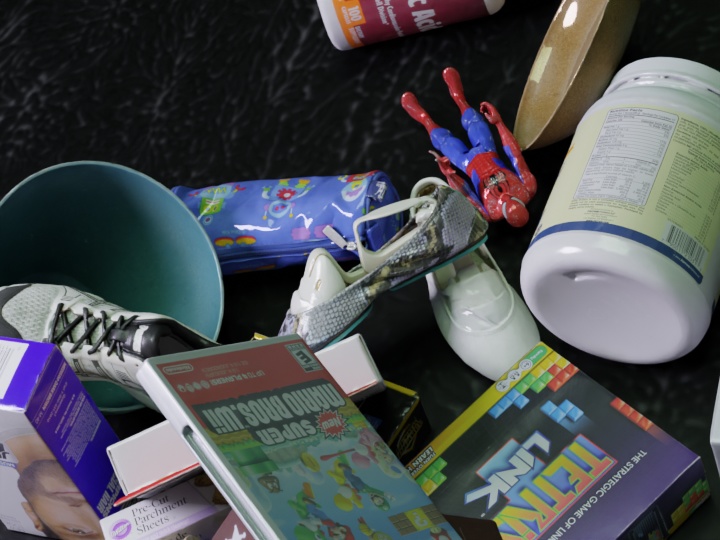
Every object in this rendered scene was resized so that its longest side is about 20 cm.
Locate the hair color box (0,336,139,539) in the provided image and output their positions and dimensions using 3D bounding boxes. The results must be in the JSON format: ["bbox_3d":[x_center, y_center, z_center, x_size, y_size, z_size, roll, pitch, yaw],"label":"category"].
[{"bbox_3d":[-0.246,0.128,1.500,0.109,0.200,0.065,7,57,24],"label":"hair color box"}]

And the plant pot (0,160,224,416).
[{"bbox_3d":[-0.226,0.029,1.599,0.135,0.200,0.200,-32,26,59],"label":"plant pot"}]

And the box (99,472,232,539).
[{"bbox_3d":[-0.089,0.164,1.460,0.200,0.039,0.041,-24,48,0],"label":"box"}]

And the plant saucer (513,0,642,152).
[{"bbox_3d":[0.182,-0.181,1.630,0.035,0.200,0.200,24,57,-8],"label":"plant saucer"}]

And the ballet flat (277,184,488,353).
[{"bbox_3d":[0.000,0.000,1.529,0.200,0.072,0.072,-35,50,0],"label":"ballet flat"}]

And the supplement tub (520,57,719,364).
[{"bbox_3d":[0.216,-0.046,1.513,0.145,0.145,0.200,9,56,25],"label":"supplement tub"}]

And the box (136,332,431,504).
[{"bbox_3d":[-0.064,0.157,1.515,0.160,0.049,0.200,20,62,29],"label":"box"}]

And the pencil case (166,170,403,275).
[{"bbox_3d":[-0.064,-0.036,1.646,0.200,0.078,0.087,-4,29,18],"label":"pencil case"}]

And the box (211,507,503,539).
[{"bbox_3d":[-0.004,0.260,1.275,0.164,0.200,0.166,-55,39,32],"label":"box"}]

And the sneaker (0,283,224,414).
[{"bbox_3d":[-0.180,0.049,1.487,0.200,0.088,0.076,17,68,-19],"label":"sneaker"}]

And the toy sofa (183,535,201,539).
[{"bbox_3d":[-0.101,0.285,1.385,0.083,0.098,0.200,-53,54,31],"label":"toy sofa"}]

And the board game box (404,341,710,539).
[{"bbox_3d":[0.120,0.168,1.435,0.200,0.057,0.165,-42,50,-15],"label":"board game box"}]

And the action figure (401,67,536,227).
[{"bbox_3d":[0.083,-0.110,1.628,0.065,0.099,0.200,-32,44,2],"label":"action figure"}]

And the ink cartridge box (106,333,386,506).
[{"bbox_3d":[-0.081,0.104,1.424,0.200,0.176,0.045,-25,84,-1],"label":"ink cartridge box"}]

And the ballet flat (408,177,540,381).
[{"bbox_3d":[0.080,0.003,1.575,0.069,0.069,0.200,-24,49,0],"label":"ballet flat"}]

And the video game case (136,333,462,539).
[{"bbox_3d":[-0.034,0.122,1.258,0.200,0.143,0.017,51,124,25],"label":"video game case"}]

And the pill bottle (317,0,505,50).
[{"bbox_3d":[0.062,-0.269,1.765,0.200,0.114,0.114,-13,50,10],"label":"pill bottle"}]

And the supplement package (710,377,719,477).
[{"bbox_3d":[0.351,0.104,1.364,0.200,0.117,0.117,3,54,21],"label":"supplement package"}]
